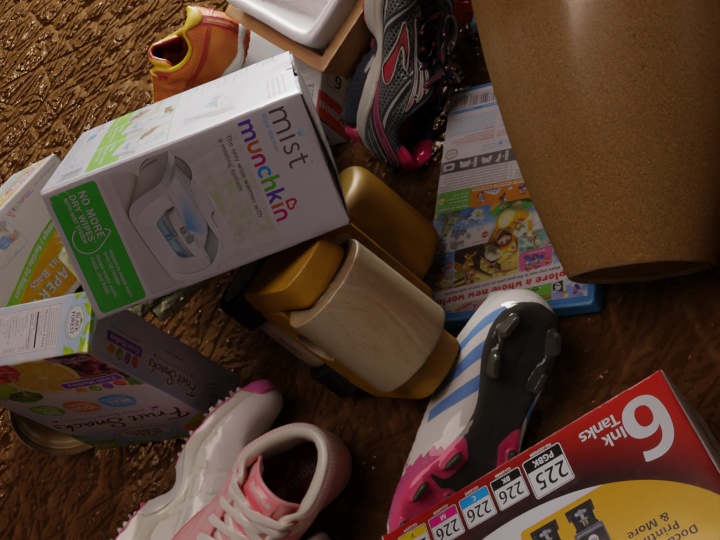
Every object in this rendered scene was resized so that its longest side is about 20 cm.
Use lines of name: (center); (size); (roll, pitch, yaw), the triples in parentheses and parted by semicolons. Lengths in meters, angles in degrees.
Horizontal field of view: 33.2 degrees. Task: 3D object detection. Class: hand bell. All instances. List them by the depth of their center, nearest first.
hand bell: (-0.289, 0.078, 1.128); (0.104, 0.104, 0.200); (-52, 32, 4)

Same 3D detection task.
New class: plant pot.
plant pot: (0.172, -0.097, 0.778); (0.186, 0.186, 0.201); (-11, 80, 35)

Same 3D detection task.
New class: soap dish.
soap dish: (-0.009, -0.264, 0.997); (0.157, 0.081, 0.201); (37, 95, 43)

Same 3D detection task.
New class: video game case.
video game case: (0.118, -0.057, 0.894); (0.142, 0.018, 0.201); (-9, 61, 36)

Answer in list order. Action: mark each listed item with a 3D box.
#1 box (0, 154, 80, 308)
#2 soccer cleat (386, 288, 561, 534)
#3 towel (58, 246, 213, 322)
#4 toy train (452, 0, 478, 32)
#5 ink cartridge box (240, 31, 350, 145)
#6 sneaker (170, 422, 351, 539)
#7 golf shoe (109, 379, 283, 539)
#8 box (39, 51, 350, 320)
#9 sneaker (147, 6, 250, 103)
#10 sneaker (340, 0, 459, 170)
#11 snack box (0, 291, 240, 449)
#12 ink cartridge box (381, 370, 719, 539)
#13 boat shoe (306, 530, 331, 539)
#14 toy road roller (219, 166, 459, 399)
box: (-0.329, 0.002, 1.113); (0.112, 0.101, 0.200); (-11, 36, 53)
soccer cleat: (0.075, 0.105, 0.815); (0.201, 0.070, 0.086); (-64, 14, 5)
towel: (-0.140, -0.046, 0.973); (0.200, 0.037, 0.148); (-41, 43, -20)
toy train: (0.097, -0.276, 1.012); (0.150, 0.056, 0.201); (-3, 68, 37)
ink cartridge box: (-0.063, -0.142, 1.069); (0.108, 0.050, 0.201); (-12, 61, 35)
sneaker: (-0.087, 0.182, 0.838); (0.075, 0.105, 0.200); (42, 79, 14)
golf shoe: (-0.110, 0.179, 0.928); (0.091, 0.075, 0.200); (35, 89, 23)
box: (-0.108, -0.069, 0.832); (0.175, 0.097, 0.200); (-21, 18, 1)
sneaker: (-0.168, -0.183, 1.127); (0.200, 0.077, 0.073); (-46, 33, 51)
sneaker: (0.047, -0.174, 0.939); (0.075, 0.080, 0.201); (42, 136, 35)
snack box: (-0.204, 0.083, 0.938); (0.141, 0.200, 0.053); (-9, 64, 24)
ink cartridge box: (0.136, 0.188, 0.684); (0.199, 0.084, 0.176); (-34, 49, 13)
boat shoe: (-0.065, 0.276, 0.832); (0.065, 0.074, 0.203); (30, 83, 8)
toy road roller: (0.000, 0.000, 0.856); (0.146, 0.123, 0.200); (-57, 18, -14)
